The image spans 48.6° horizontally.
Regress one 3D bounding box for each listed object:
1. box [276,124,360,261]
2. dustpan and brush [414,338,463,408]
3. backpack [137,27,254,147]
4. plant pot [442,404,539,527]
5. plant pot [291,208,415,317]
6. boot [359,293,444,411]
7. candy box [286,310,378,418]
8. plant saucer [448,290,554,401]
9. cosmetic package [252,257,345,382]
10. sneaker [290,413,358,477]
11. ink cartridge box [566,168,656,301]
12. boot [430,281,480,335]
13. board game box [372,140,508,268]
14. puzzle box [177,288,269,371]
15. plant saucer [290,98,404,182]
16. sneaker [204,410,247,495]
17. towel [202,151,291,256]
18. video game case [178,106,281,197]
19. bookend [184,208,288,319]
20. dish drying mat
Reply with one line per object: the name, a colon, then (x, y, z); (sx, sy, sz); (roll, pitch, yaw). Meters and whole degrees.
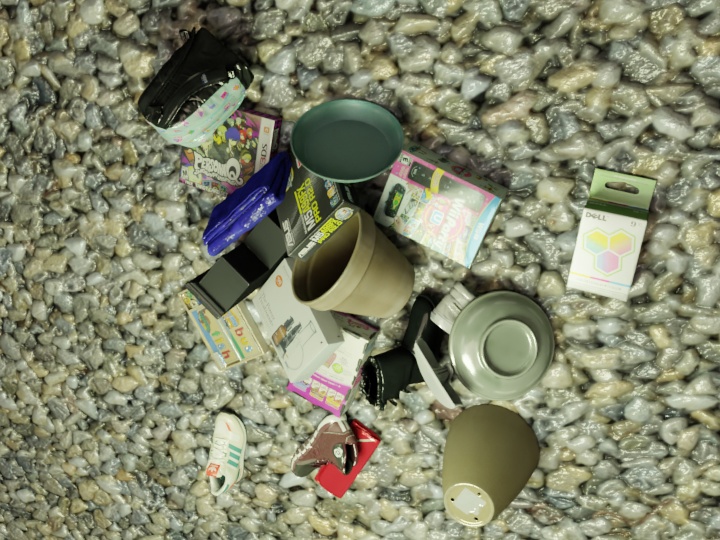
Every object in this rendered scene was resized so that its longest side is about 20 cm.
box: (-0.088, -0.143, 1.455); (0.160, 0.044, 0.201); (-40, 49, 30)
dustpan and brush: (0.151, 0.200, 1.485); (0.057, 0.200, 0.140); (-28, 72, -10)
backpack: (-0.304, -0.325, 1.466); (0.200, 0.127, 0.167); (-48, 61, 0)
plant pot: (0.228, 0.384, 1.508); (0.186, 0.200, 0.188); (8, 113, 20)
plant pot: (0.000, 0.000, 1.458); (0.173, 0.201, 0.200); (27, 126, -31)
boot: (0.075, 0.155, 1.500); (0.073, 0.162, 0.199); (27, 124, 44)
candy box: (-0.059, 0.183, 1.629); (0.136, 0.061, 0.201); (27, 118, 13)
plant saucer: (0.259, 0.137, 1.425); (0.199, 0.050, 0.201); (0, 92, -8)
cosmetic package: (-0.126, 0.097, 1.572); (0.151, 0.052, 0.201); (-47, 62, 38)
sneaker: (-0.071, 0.403, 1.691); (0.116, 0.075, 0.200); (52, 125, 31)
ink cartridge box: (0.419, -0.059, 1.333); (0.103, 0.059, 0.201); (15, 115, 17)
boot: (0.231, 0.106, 1.472); (0.200, 0.074, 0.096); (36, 95, -14)
board game box: (0.142, -0.118, 1.427); (0.199, 0.064, 0.148); (27, 118, 10)
puzzle box: (-0.296, 0.110, 1.722); (0.133, 0.025, 0.201); (-24, 99, 28)
plant saucer: (-0.023, -0.221, 1.400); (0.199, 0.200, 0.036); (21, 147, 14)
sneaker: (-0.311, 0.420, 1.810); (0.070, 0.093, 0.201); (12, 114, 18)
towel: (-0.214, -0.128, 1.483); (0.200, 0.148, 0.049); (-34, 122, 30)
video game case: (-0.259, -0.234, 1.565); (0.199, 0.036, 0.182); (19, 115, 16)
bookend: (-0.205, -0.033, 1.528); (0.092, 0.200, 0.199); (45, 121, 1)
dish drying mat: (-0.030, 0.413, 1.732); (0.077, 0.018, 0.200); (34, 119, 6)
